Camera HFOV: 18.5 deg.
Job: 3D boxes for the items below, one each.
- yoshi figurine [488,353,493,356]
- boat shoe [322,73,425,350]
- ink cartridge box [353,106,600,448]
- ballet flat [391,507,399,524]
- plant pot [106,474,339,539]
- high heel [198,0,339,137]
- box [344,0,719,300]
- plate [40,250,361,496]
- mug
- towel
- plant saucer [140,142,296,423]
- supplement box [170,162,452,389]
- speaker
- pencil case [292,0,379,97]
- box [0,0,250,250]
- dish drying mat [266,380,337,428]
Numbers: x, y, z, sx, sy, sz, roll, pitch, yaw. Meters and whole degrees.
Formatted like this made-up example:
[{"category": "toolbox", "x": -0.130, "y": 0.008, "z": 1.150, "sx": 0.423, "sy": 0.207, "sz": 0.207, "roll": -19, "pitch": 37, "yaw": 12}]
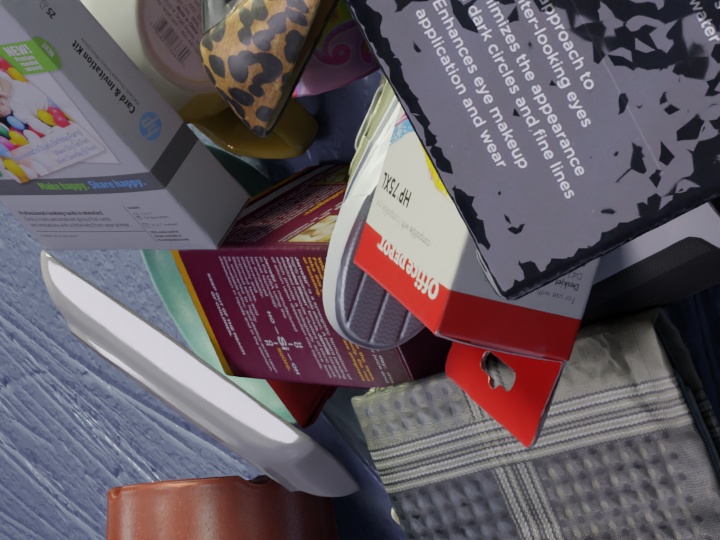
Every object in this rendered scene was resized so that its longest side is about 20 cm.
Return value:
[{"category": "yoshi figurine", "x": 0.128, "y": 0.122, "z": 1.122, "sx": 0.200, "sy": 0.112, "sz": 0.112, "roll": 47, "pitch": 129, "yaw": 21}, {"category": "boat shoe", "x": 0.033, "y": -0.060, "z": 1.051, "sx": 0.201, "sy": 0.072, "sz": 0.062, "roll": -67, "pitch": 24, "yaw": 5}, {"category": "ink cartridge box", "x": 0.059, "y": -0.037, "z": 0.967, "sx": 0.116, "sy": 0.067, "sz": 0.201, "roll": -140, "pitch": 65, "yaw": -66}, {"category": "ballet flat", "x": 0.053, "y": 0.145, "z": 1.191, "sx": 0.072, "sy": 0.071, "sz": 0.201, "roll": 97, "pitch": 167, "yaw": -49}, {"category": "plant pot", "x": -0.087, "y": 0.234, "z": 1.436, "sx": 0.200, "sy": 0.199, "sz": 0.197, "roll": -18, "pitch": 74, "yaw": 61}, {"category": "high heel", "x": 0.009, "y": -0.135, "z": 1.038, "sx": 0.199, "sy": 0.071, "sz": 0.144, "roll": 1, "pitch": 108, "yaw": 30}, {"category": "box", "x": 0.102, "y": -0.128, "z": 0.801, "sx": 0.199, "sy": 0.117, "sz": 0.198, "roll": -27, "pitch": 94, "yaw": 27}, {"category": "plate", "x": -0.098, "y": 0.074, "z": 1.325, "sx": 0.199, "sy": 0.032, "sz": 0.200, "roll": 33, "pitch": 173, "yaw": 14}, {"category": "mug", "x": -0.111, "y": -0.139, "z": 1.226, "sx": 0.153, "sy": 0.186, "sz": 0.151, "roll": 5, "pitch": 95, "yaw": 54}, {"category": "towel", "x": 0.105, "y": 0.123, "z": 1.049, "sx": 0.199, "sy": 0.034, "sz": 0.194, "roll": -17, "pitch": 99, "yaw": 41}, {"category": "plant saucer", "x": -0.073, "y": 0.000, "z": 1.382, "sx": 0.200, "sy": 0.036, "sz": 0.201, "roll": 40, "pitch": 147, "yaw": 33}, {"category": "supplement box", "x": 0.000, "y": 0.000, "z": 1.184, "sx": 0.200, "sy": 0.110, "sz": 0.086, "roll": 1, "pitch": 119, "yaw": 58}, {"category": "speaker", "x": 0.127, "y": -0.023, "z": 0.989, "sx": 0.082, "sy": 0.081, "sz": 0.200, "roll": 59, "pitch": 151, "yaw": 0}, {"category": "pencil case", "x": -0.049, "y": -0.187, "z": 1.121, "sx": 0.087, "sy": 0.087, "sz": 0.201, "roll": 7, "pitch": 122, "yaw": 56}, {"category": "box", "x": -0.172, "y": -0.089, "z": 1.159, "sx": 0.155, "sy": 0.041, "sz": 0.200, "roll": 1, "pitch": 140, "yaw": 45}, {"category": "dish drying mat", "x": -0.079, "y": 0.000, "z": 1.335, "sx": 0.200, "sy": 0.018, "sz": 0.077, "roll": 53, "pitch": 151, "yaw": 14}]
